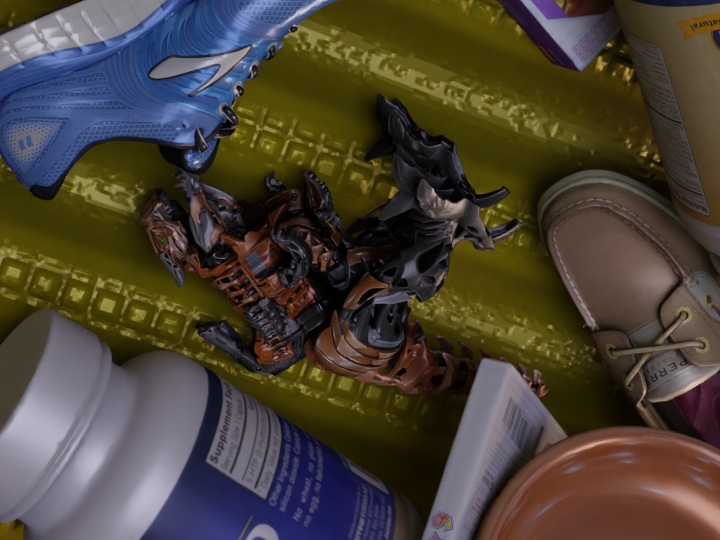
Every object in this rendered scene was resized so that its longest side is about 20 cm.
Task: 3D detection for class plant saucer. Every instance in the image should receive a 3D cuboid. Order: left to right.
[{"bbox_3d":[0.132,0.169,0.963,0.199,0.037,0.202,10,62,-20],"label":"plant saucer"}]

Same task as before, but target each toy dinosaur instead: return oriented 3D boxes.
[{"bbox_3d":[0.000,0.000,0.994,0.199,0.102,0.136,24,109,-38],"label":"toy dinosaur"}]

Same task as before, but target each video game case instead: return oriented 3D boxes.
[{"bbox_3d":[0.052,0.158,0.987,0.143,0.018,0.201,49,56,-59],"label":"video game case"}]

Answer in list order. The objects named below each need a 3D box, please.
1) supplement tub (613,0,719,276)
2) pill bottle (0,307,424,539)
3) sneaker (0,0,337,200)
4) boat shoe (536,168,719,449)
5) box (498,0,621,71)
[{"bbox_3d":[0.197,-0.091,0.965,0.144,0.144,0.201,-27,117,-11],"label":"supplement tub"},{"bbox_3d":[-0.081,0.106,0.956,0.199,0.120,0.120,34,89,-20],"label":"pill bottle"},{"bbox_3d":[-0.071,-0.091,0.940,0.199,0.079,0.090,-25,95,-4],"label":"sneaker"},{"bbox_3d":[0.155,0.038,1.037,0.074,0.067,0.200,-33,112,25],"label":"boat shoe"},{"bbox_3d":[0.122,-0.213,1.004,0.200,0.039,0.137,-46,111,-5],"label":"box"}]
